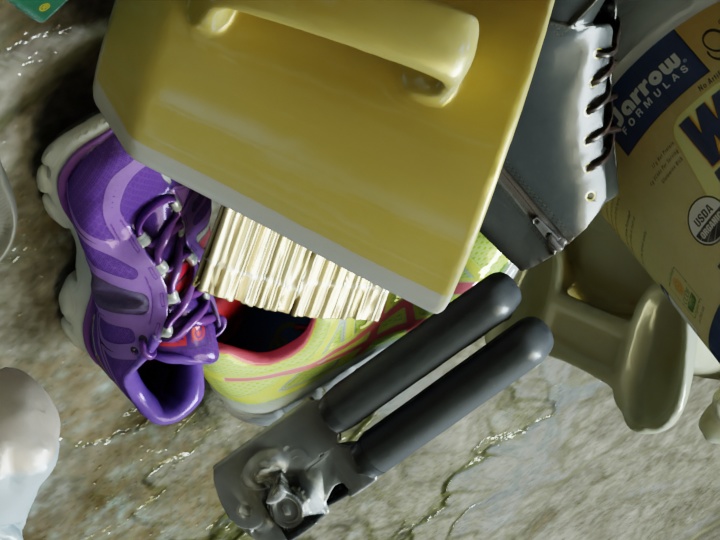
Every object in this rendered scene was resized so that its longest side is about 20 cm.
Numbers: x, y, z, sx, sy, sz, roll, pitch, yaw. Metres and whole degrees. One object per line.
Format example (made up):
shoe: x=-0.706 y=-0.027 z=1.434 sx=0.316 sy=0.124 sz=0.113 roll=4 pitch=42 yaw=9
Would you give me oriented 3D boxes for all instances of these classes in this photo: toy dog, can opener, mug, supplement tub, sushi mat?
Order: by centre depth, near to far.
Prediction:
mug: x=-0.013 y=-0.089 z=0.849 sx=0.187 sy=0.152 sz=0.150 roll=111 pitch=-2 yaw=-53
sushi mat: x=0.001 y=-0.074 z=0.958 sx=0.095 sy=0.012 sz=0.201 roll=11 pitch=106 yaw=-36
supplement tub: x=0.184 y=-0.055 z=1.085 sx=0.144 sy=0.200 sz=0.145 roll=-27 pitch=151 yaw=-16
can opener: x=0.011 y=0.068 z=1.115 sx=0.200 sy=0.053 sz=0.067 roll=-37 pitch=-179 yaw=23
toy dog: x=0.189 y=-0.003 z=1.272 sx=0.199 sy=0.139 sz=0.195 roll=3 pitch=97 yaw=-48

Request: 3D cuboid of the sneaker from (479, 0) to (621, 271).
sneaker: x=0.101 y=-0.095 z=1.014 sx=0.200 sy=0.106 sz=0.075 roll=-45 pitch=-173 yaw=31

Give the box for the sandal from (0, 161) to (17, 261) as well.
sandal: x=-0.176 y=-0.036 z=0.870 sx=0.081 sy=0.055 sz=0.200 roll=-32 pitch=152 yaw=-8

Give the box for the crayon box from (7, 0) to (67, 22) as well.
crayon box: x=-0.078 y=-0.185 z=0.756 sx=0.200 sy=0.052 sz=0.126 roll=-41 pitch=152 yaw=9

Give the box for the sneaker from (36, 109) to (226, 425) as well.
sneaker: x=-0.085 y=-0.005 z=0.989 sx=0.080 sy=0.084 sz=0.200 roll=-26 pitch=150 yaw=-18

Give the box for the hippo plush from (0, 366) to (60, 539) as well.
hippo plush: x=-0.222 y=0.102 z=0.898 sx=0.160 sy=0.159 sz=0.201 roll=-31 pitch=145 yaw=-35

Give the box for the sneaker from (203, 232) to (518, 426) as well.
sneaker: x=0.000 y=0.000 z=1.098 sx=0.200 sy=0.078 sz=0.090 roll=-38 pitch=150 yaw=5
